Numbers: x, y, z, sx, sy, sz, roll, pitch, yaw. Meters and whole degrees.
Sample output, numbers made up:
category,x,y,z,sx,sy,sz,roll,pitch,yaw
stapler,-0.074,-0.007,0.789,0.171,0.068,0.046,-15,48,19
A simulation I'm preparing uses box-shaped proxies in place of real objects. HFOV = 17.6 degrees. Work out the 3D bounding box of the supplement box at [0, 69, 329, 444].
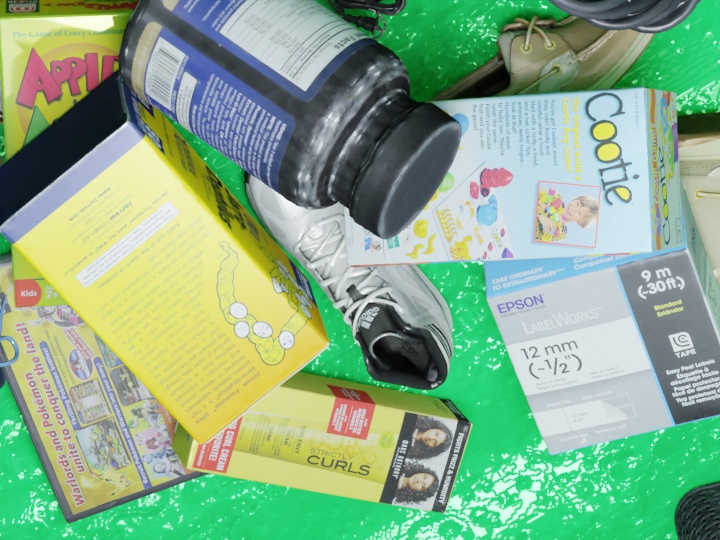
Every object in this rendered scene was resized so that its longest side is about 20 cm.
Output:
category,x,y,z,sx,sy,sz,roll,pitch,yaw
supplement box,-0.126,-0.009,1.486,0.109,0.109,0.200,-38,113,7

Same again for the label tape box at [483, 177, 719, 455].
category,x,y,z,sx,sy,sz,roll,pitch,yaw
label tape box,0.163,0.016,1.569,0.143,0.066,0.201,-14,120,18

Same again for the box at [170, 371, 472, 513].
category,x,y,z,sx,sy,sz,roll,pitch,yaw
box,-0.027,0.114,1.628,0.199,0.050,0.076,13,102,-22

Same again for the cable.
category,x,y,z,sx,sy,sz,roll,pitch,yaw
cable,0.154,-0.239,1.510,0.199,0.051,0.164,4,90,-35

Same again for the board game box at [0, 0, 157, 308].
category,x,y,z,sx,sy,sz,roll,pitch,yaw
board game box,-0.183,-0.078,1.534,0.101,0.048,0.201,-3,113,-7

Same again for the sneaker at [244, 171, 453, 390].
category,x,y,z,sx,sy,sz,roll,pitch,yaw
sneaker,0.000,0.000,1.580,0.076,0.115,0.201,-40,108,7

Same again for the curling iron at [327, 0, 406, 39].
category,x,y,z,sx,sy,sz,roll,pitch,yaw
curling iron,0.075,-0.200,1.567,0.199,0.026,0.050,-16,72,-5

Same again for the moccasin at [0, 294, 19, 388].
category,x,y,z,sx,sy,sz,roll,pitch,yaw
moccasin,-0.264,0.068,1.569,0.080,0.068,0.201,-23,135,-21

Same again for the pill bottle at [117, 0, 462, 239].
category,x,y,z,sx,sy,sz,roll,pitch,yaw
pill bottle,-0.042,-0.108,1.426,0.200,0.112,0.112,35,103,16

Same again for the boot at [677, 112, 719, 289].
category,x,y,z,sx,sy,sz,roll,pitch,yaw
boot,0.193,-0.024,1.619,0.199,0.073,0.156,-7,110,-7

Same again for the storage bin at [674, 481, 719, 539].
category,x,y,z,sx,sy,sz,roll,pitch,yaw
storage bin,0.342,0.217,1.702,0.199,0.094,0.136,-13,109,-1

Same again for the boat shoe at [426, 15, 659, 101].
category,x,y,z,sx,sy,sz,roll,pitch,yaw
boat shoe,0.114,-0.133,1.571,0.200,0.074,0.066,-40,113,7

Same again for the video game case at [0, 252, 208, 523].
category,x,y,z,sx,sy,sz,roll,pitch,yaw
video game case,-0.157,0.059,1.630,0.180,0.026,0.201,-20,110,0

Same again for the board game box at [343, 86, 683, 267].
category,x,y,z,sx,sy,sz,roll,pitch,yaw
board game box,0.098,-0.059,1.492,0.199,0.103,0.106,-2,92,19

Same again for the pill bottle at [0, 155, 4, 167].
category,x,y,z,sx,sy,sz,roll,pitch,yaw
pill bottle,-0.342,-0.045,1.530,0.200,0.112,0.112,-36,108,7

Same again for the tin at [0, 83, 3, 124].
category,x,y,z,sx,sy,sz,roll,pitch,yaw
tin,-0.208,-0.194,1.535,0.111,0.042,0.201,15,106,-7
